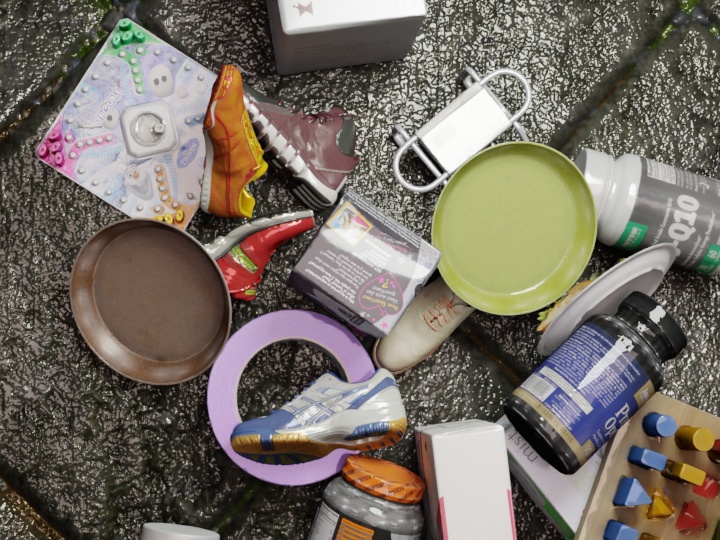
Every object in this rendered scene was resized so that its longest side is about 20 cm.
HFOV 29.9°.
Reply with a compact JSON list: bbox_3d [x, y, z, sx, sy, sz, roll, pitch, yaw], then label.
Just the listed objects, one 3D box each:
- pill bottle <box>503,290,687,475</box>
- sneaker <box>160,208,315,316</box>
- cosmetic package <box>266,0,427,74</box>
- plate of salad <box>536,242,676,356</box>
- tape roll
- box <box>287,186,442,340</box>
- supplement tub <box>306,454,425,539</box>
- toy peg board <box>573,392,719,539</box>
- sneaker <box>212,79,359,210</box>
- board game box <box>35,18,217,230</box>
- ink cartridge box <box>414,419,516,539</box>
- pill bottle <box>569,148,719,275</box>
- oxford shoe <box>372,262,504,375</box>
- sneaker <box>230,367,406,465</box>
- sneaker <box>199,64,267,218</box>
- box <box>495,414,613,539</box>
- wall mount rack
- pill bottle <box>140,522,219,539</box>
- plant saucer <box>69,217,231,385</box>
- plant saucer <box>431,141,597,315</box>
[{"bbox_3d":[0.263,0.120,1.495,0.200,0.112,0.112,-43,90,-8],"label":"pill bottle"},{"bbox_3d":[-0.136,-0.009,1.588,0.199,0.077,0.085,-28,93,3],"label":"sneaker"},{"bbox_3d":[-0.025,-0.336,1.556,0.164,0.200,0.166,-8,86,-6],"label":"cosmetic package"},{"bbox_3d":[0.280,0.028,1.565,0.199,0.200,0.048,-34,67,-8],"label":"plate of salad"},{"bbox_3d":[-0.080,0.148,1.578,0.198,0.066,0.202,0,85,-5],"label":"tape roll"},{"bbox_3d":[0.000,0.000,1.530,0.132,0.200,0.115,35,84,-2],"label":"box"},{"bbox_3d":[-0.002,0.318,1.525,0.122,0.123,0.201,19,96,-4],"label":"supplement tub"},{"bbox_3d":[0.371,0.255,1.505,0.198,0.098,0.201,22,82,-6],"label":"toy peg board"},{"bbox_3d":[-0.079,-0.176,1.599,0.200,0.076,0.116,48,65,-16],"label":"sneaker"},{"bbox_3d":[-0.252,-0.169,1.607,0.199,0.026,0.201,32,83,-2],"label":"board game box"},{"bbox_3d":[0.116,0.248,1.521,0.082,0.200,0.148,-7,86,-4],"label":"ink cartridge box"},{"bbox_3d":[0.348,-0.073,1.615,0.198,0.113,0.114,16,84,-4],"label":"pill bottle"},{"bbox_3d":[0.092,0.044,1.598,0.071,0.074,0.200,44,83,-1],"label":"oxford shoe"},{"bbox_3d":[-0.050,0.162,1.522,0.198,0.075,0.089,-7,62,-3],"label":"sneaker"},{"bbox_3d":[-0.141,-0.147,1.532,0.076,0.201,0.073,7,43,1],"label":"sneaker"},{"bbox_3d":[0.275,0.216,1.593,0.176,0.097,0.200,-39,91,-10],"label":"box"},{"bbox_3d":[0.137,-0.140,1.624,0.200,0.075,0.174,-39,86,-7],"label":"wall mount rack"},{"bbox_3d":[-0.216,0.392,1.518,0.113,0.114,0.202,9,84,-5],"label":"pill bottle"},{"bbox_3d":[-0.237,0.033,1.551,0.198,0.034,0.202,4,108,14],"label":"plant saucer"},{"bbox_3d":[0.173,-0.050,1.547,0.198,0.031,0.202,-3,104,-12],"label":"plant saucer"}]
